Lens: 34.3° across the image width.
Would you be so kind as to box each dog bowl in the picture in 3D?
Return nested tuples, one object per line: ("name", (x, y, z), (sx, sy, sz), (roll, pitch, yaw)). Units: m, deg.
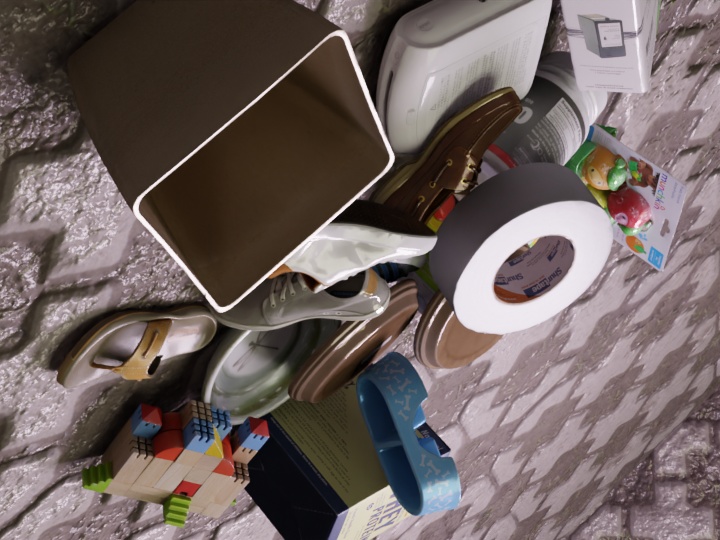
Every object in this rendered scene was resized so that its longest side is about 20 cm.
("dog bowl", (0.053, 0.199, 1.393), (0.049, 0.201, 0.111), (-20, 177, -24))

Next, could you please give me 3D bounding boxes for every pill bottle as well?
("pill bottle", (0.194, -0.159, 1.361), (0.200, 0.113, 0.114), (-47, 155, -25))

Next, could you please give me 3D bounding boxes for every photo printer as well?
("photo printer", (0.102, -0.217, 1.230), (0.199, 0.069, 0.167), (-31, 151, -24))

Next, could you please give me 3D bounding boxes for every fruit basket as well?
("fruit basket", (0.333, -0.102, 1.554), (0.093, 0.200, 0.186), (-34, 151, -20))

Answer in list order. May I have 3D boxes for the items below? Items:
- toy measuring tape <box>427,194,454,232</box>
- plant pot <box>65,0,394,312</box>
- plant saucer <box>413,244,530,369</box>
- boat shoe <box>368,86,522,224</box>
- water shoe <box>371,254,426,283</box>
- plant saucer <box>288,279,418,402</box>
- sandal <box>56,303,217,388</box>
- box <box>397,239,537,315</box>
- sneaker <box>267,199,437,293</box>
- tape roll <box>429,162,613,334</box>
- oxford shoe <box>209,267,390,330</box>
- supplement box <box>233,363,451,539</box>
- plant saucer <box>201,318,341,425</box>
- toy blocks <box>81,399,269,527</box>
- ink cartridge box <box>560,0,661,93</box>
("toy measuring tape", (0.094, -0.089, 1.409), (0.200, 0.073, 0.074), (-30, 152, -55))
("plant pot", (-0.118, -0.124, 0.945), (0.199, 0.177, 0.200), (-41, 152, -7))
("plant saucer", (0.148, 0.048, 1.448), (0.199, 0.029, 0.201), (-33, 147, -25))
("boat shoe", (0.099, -0.109, 1.235), (0.200, 0.068, 0.072), (-43, 163, 15))
("water shoe", (0.000, 0.000, 1.361), (0.199, 0.071, 0.080), (1, 110, -53))
("plant saucer", (-0.002, 0.088, 1.378), (0.200, 0.029, 0.200), (-41, 168, -10))
("sandal", (-0.220, 0.083, 1.211), (0.199, 0.054, 0.081), (-11, 137, -46))
("box", (0.155, -0.016, 1.520), (0.200, 0.112, 0.102), (-41, 150, -7))
("sneaker", (-0.017, -0.022, 1.174), (0.199, 0.073, 0.085), (2, 119, -32))
("tape roll", (0.178, -0.021, 1.297), (0.199, 0.066, 0.201), (-17, 139, -16))
("oxford shoe", (-0.068, 0.020, 1.239), (0.198, 0.076, 0.058), (-4, 145, 14))
("supplement box", (-0.031, 0.242, 1.518), (0.199, 0.200, 0.135), (-22, 147, -38))
("plant saucer", (-0.113, 0.093, 1.372), (0.199, 0.050, 0.201), (-32, 149, -22))
("toy blocks", (-0.196, 0.207, 1.326), (0.199, 0.100, 0.137), (20, 125, -30))
("ink cartridge box", (0.274, -0.308, 1.261), (0.200, 0.083, 0.147), (58, 42, -60))
